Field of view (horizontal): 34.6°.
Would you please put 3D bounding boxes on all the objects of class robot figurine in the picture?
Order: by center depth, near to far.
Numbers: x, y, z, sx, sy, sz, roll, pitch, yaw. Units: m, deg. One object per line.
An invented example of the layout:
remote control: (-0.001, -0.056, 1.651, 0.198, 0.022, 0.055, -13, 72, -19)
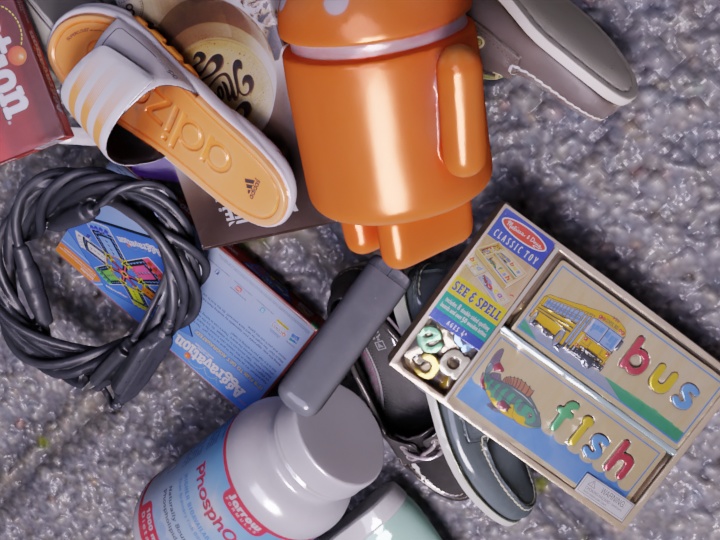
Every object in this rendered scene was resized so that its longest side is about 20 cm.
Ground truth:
robot figurine: (0.013, -0.105, 0.673, 0.116, 0.144, 0.201, -7, 115, 6)

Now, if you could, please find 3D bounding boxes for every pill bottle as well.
pill bottle: (-0.077, 0.163, 0.867, 0.109, 0.109, 0.200, 49, 126, -3)

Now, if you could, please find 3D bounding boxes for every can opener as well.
can opener: (0.000, 0.000, 0.771, 0.067, 0.053, 0.201, 36, 88, 3)

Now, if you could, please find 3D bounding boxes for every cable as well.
cable: (-0.198, 0.000, 0.863, 0.163, 0.051, 0.200, 40, 121, 8)

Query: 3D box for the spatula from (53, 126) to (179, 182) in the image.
spatula: (-0.201, -0.097, 0.825, 0.198, 0.021, 0.057, 3, 99, -18)

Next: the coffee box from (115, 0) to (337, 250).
coffee box: (-0.076, -0.127, 0.780, 0.112, 0.080, 0.201, -11, 106, 26)

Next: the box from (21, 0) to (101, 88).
box: (-0.277, -0.140, 0.852, 0.200, 0.082, 0.068, -39, 93, 27)

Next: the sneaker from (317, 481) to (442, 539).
sneaker: (-0.005, 0.267, 0.913, 0.118, 0.074, 0.200, 47, 118, 0)

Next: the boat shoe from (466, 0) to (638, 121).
boat shoe: (0.082, -0.157, 0.717, 0.200, 0.072, 0.060, 41, 125, 6)

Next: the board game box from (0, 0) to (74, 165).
board game box: (-0.273, -0.165, 0.763, 0.102, 0.019, 0.201, -20, 94, 7)

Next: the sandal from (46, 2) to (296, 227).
sandal: (-0.131, -0.095, 0.733, 0.206, 0.059, 0.079, 37, 128, 12)

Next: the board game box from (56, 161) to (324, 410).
board game box: (-0.132, 0.011, 0.883, 0.200, 0.019, 0.103, 41, 117, 2)

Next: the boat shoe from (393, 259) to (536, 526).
boat shoe: (0.086, 0.086, 0.810, 0.061, 0.073, 0.201, -20, 97, 29)

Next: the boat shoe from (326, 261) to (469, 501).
boat shoe: (0.028, 0.091, 0.841, 0.067, 0.057, 0.201, -21, 102, 26)

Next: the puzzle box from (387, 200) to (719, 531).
puzzle box: (0.135, 0.064, 0.769, 0.199, 0.025, 0.133, 35, 97, -5)
